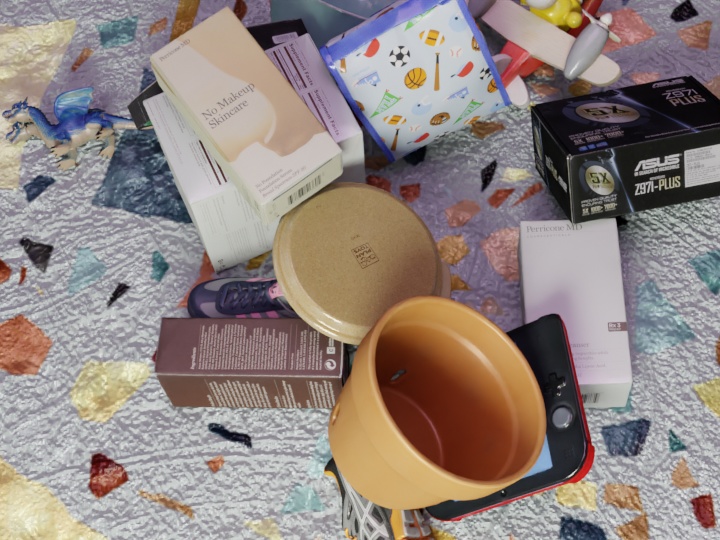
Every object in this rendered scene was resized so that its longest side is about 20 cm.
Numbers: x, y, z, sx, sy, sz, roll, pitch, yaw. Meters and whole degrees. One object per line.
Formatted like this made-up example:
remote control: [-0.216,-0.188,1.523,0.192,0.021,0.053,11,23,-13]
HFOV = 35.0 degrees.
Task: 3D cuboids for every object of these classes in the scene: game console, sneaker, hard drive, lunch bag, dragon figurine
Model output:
game console: [0.139,0.155,1.180,0.200,0.031,0.177,-25,60,30]
sneaker: [0.023,0.266,1.171,0.077,0.078,0.200,-26,64,16]
hard drive: [-0.169,-0.232,1.343,0.140,0.200,0.038,-23,88,-43]
lunch bag: [0.059,-0.236,1.284,0.170,0.200,0.124,-28,66,10]
dragon figurine: [-0.348,-0.189,1.425,0.200,0.059,0.100,-20,64,-5]
sneaker: [-0.102,0.029,1.286,0.200,0.082,0.070,2,64,5]

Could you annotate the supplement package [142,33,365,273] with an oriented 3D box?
supplement package: [-0.114,-0.129,1.302,0.200,0.191,0.147,-24,68,-8]

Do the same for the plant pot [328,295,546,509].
plant pot: [0.061,0.144,1.116,0.200,0.140,0.200,19,50,-23]

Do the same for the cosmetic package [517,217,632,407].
cosmetic package: [0.232,0.046,1.255,0.113,0.081,0.200,-4,64,5]

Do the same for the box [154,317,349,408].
box: [-0.114,0.102,1.242,0.200,0.100,0.075,-1,63,2]

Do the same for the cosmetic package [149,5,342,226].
cosmetic package: [-0.116,-0.158,1.166,0.105,0.071,0.200,-37,78,-10]

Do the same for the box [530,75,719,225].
box: [0.312,-0.141,1.300,0.200,0.086,0.164,-11,29,-1]

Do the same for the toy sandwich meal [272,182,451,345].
toy sandwich meal: [0.000,0.000,1.207,0.205,0.070,0.205,7,65,-16]

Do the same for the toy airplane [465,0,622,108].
toy airplane: [0.214,-0.300,1.395,0.200,0.141,0.199,-3,58,12]

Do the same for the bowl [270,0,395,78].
bowl: [-0.031,-0.297,1.406,0.201,0.105,0.201,18,27,-10]
